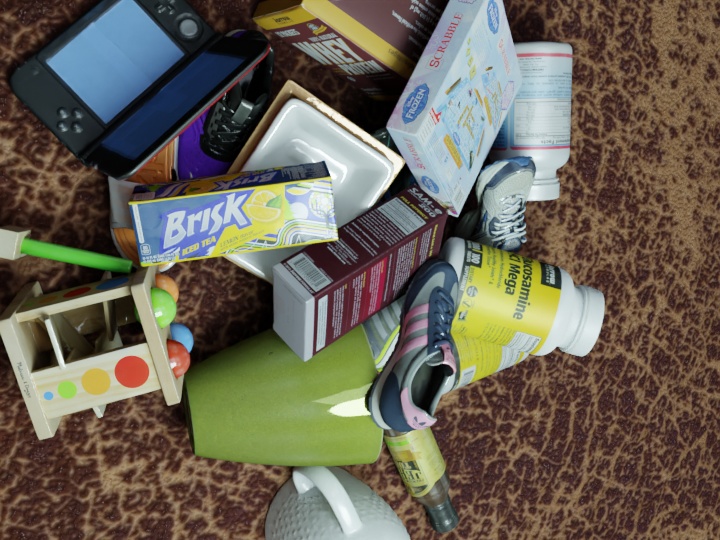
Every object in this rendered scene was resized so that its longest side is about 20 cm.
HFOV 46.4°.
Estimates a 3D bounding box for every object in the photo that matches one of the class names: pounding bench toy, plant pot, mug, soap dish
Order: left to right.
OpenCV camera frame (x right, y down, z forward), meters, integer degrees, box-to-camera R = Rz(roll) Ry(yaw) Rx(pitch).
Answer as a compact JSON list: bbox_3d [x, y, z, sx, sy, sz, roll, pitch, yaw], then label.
[{"bbox_3d":[-0.262,0.035,0.835,0.155,0.124,0.201,-15,107,-5],"label":"pounding bench toy"},{"bbox_3d":[-0.098,0.146,0.960,0.199,0.187,0.189,-8,103,-17],"label":"plant pot"},{"bbox_3d":[-0.070,-0.085,0.924,0.157,0.081,0.200,31,103,-19],"label":"soap dish"},{"bbox_3d":[-0.025,0.316,1.020,0.147,0.175,0.201,-30,112,-23],"label":"mug"}]

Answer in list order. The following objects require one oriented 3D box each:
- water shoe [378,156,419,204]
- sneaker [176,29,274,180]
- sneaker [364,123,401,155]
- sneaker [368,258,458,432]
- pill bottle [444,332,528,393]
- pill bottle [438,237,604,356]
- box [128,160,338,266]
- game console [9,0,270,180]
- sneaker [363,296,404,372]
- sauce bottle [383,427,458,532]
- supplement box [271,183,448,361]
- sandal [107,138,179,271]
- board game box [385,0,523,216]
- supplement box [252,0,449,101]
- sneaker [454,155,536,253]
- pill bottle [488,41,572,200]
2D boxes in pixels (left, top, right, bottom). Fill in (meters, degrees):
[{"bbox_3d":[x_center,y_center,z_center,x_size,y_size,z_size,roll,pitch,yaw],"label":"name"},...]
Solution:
[{"bbox_3d":[0.040,-0.080,1.045,0.071,0.079,0.201,38,79,-29],"label":"water shoe"},{"bbox_3d":[-0.145,-0.167,0.908,0.069,0.099,0.201,17,93,-31],"label":"sneaker"},{"bbox_3d":[-0.003,-0.124,1.016,0.199,0.075,0.080,-24,101,-14],"label":"sneaker"},{"bbox_3d":[0.080,0.079,0.899,0.070,0.082,0.201,32,68,-34],"label":"sneaker"},{"bbox_3d":[0.161,0.085,1.126,0.199,0.111,0.112,-17,107,-28],"label":"pill bottle"},{"bbox_3d":[0.187,0.038,1.024,0.199,0.112,0.113,15,91,-4],"label":"pill bottle"},{"bbox_3d":[-0.126,-0.058,0.847,0.199,0.064,0.071,-8,112,-5],"label":"box"},{"bbox_3d":[-0.219,-0.202,0.824,0.172,0.119,0.200,46,74,-6],"label":"game console"},{"bbox_3d":[0.030,0.038,1.043,0.080,0.074,0.201,12,112,-24],"label":"sneaker"},{"bbox_3d":[0.084,0.268,1.140,0.065,0.065,0.201,-32,111,-22],"label":"sauce bottle"},{"bbox_3d":[0.000,0.000,0.909,0.199,0.061,0.109,-31,149,-28],"label":"supplement box"},{"bbox_3d":[-0.230,-0.101,0.886,0.079,0.059,0.208,0,95,-5],"label":"sandal"},{"bbox_3d":[0.114,-0.192,0.953,0.200,0.041,0.200,-63,154,-12],"label":"board game box"},{"bbox_3d":[0.020,-0.329,0.959,0.197,0.133,0.201,27,85,-31],"label":"supplement box"},{"bbox_3d":[0.183,-0.064,1.062,0.077,0.200,0.086,-10,60,-15],"label":"sneaker"},{"bbox_3d":[0.224,-0.197,1.116,0.108,0.109,0.201,-7,102,-29],"label":"pill bottle"}]
